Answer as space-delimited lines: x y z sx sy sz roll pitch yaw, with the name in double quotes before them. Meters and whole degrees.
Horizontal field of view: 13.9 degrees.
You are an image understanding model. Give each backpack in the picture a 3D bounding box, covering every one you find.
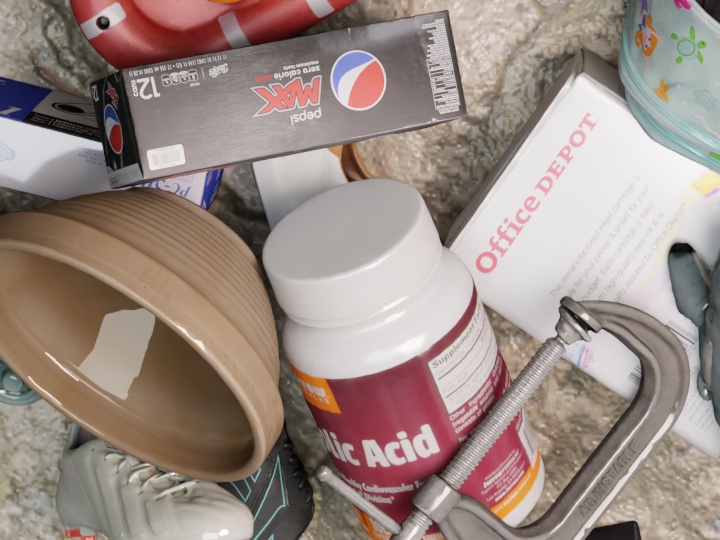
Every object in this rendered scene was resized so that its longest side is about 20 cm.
"backpack" 0.230 -0.130 1.614 0.177 0.200 0.151 25 126 -2

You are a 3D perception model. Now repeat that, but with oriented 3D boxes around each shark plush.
"shark plush" 0.208 0.065 1.638 0.090 0.083 0.201 8 106 0

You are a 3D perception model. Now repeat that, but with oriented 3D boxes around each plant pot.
"plant pot" -0.116 0.019 1.636 0.200 0.201 0.093 35 64 -4

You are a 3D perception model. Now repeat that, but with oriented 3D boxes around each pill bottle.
"pill bottle" 0.023 0.056 1.663 0.114 0.114 0.201 -17 121 10

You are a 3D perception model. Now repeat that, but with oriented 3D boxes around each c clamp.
"c clamp" 0.094 0.091 1.633 0.200 0.027 0.171 -47 125 -6

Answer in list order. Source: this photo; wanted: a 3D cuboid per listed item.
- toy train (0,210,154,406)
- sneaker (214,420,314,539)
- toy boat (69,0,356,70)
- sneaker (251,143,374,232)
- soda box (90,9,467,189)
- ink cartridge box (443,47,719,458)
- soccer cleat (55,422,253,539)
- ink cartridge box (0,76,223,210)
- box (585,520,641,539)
"toy train" -0.204 0.016 1.744 0.199 0.085 0.115 -1 122 6
"sneaker" -0.065 0.116 1.781 0.079 0.075 0.201 7 114 -7
"toy boat" -0.074 -0.182 1.665 0.199 0.131 0.131 -29 100 12
"sneaker" 0.000 0.000 1.734 0.084 0.073 0.201 -14 102 13
"soda box" -0.045 -0.096 1.654 0.199 0.071 0.064 -11 91 -21
"ink cartridge box" 0.167 -0.012 1.708 0.200 0.086 0.148 35 106 -3
"soccer cleat" -0.127 0.127 1.730 0.069 0.200 0.078 -4 95 -31
"ink cartridge box" -0.182 -0.074 1.723 0.199 0.094 0.044 14 106 2
"box" 0.114 0.236 1.718 0.122 0.200 0.107 -11 103 9
